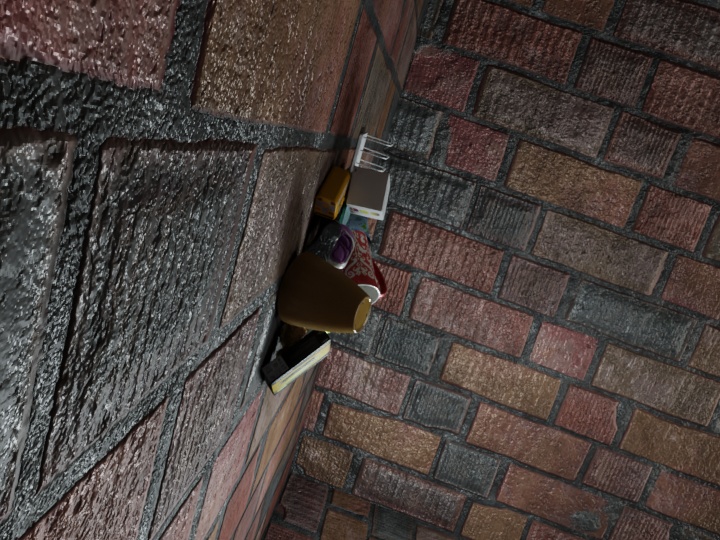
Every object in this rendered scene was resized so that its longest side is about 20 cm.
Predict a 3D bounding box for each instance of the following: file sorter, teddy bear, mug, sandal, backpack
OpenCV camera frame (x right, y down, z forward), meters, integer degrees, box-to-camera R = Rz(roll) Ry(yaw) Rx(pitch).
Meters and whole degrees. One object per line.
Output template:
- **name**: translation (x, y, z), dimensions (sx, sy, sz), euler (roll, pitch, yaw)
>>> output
- **file sorter**: translation (0.034, -0.393, 2.136), dimensions (0.139, 0.121, 0.206), euler (-62, 170, -73)
- **teddy bear**: translation (-0.200, 0.185, 1.654), dimensions (0.147, 0.066, 0.200), euler (-55, 180, 7)
- **mug**: translation (-0.011, 0.003, 1.751), dimensions (0.178, 0.130, 0.206), euler (49, 26, -54)
- **sandal**: translation (-0.050, -0.081, 1.653), dimensions (0.206, 0.080, 0.051), euler (-87, -163, -51)
- **backpack**: translation (-0.033, -0.147, 2.079), dimensions (0.201, 0.157, 0.159), euler (-82, 174, -66)

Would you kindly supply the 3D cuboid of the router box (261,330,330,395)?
- **router box**: translation (-0.173, 0.247, 1.564), dimensions (0.197, 0.053, 0.158), euler (-36, 165, -17)

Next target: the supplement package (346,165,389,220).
- **supplement package**: translation (0.025, -0.225, 1.693), dimensions (0.200, 0.110, 0.114), euler (25, 77, -86)

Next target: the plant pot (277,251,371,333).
- **plant pot**: translation (-0.077, 0.076, 1.428), dimensions (0.186, 0.195, 0.191), euler (-45, 145, -43)

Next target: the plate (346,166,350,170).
- **plate**: translation (-0.073, -0.243, 1.881), dimensions (0.200, 0.025, 0.207), euler (18, 89, -87)

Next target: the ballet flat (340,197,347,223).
- **ballet flat**: translation (-0.072, -0.202, 1.743), dimensions (0.071, 0.065, 0.205), euler (-53, 161, -59)

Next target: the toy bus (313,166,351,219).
- **toy bus**: translation (-0.073, -0.221, 1.589), dimensions (0.203, 0.063, 0.080), euler (-69, 175, -49)

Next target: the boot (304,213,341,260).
- **boot**: translation (-0.108, -0.109, 1.636), dimensions (0.165, 0.065, 0.202), euler (-48, -158, 20)

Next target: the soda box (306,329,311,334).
- **soda box**: translation (-0.166, 0.163, 2.093), dimensions (0.064, 0.066, 0.206), euler (102, 5, -69)

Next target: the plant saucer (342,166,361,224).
- **plant saucer**: translation (-0.042, -0.244, 1.863), dimensions (0.201, 0.037, 0.208), euler (19, 89, -87)
